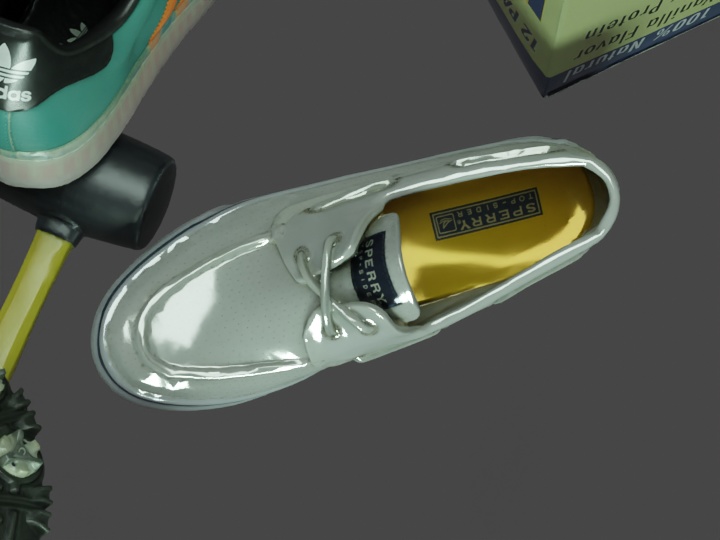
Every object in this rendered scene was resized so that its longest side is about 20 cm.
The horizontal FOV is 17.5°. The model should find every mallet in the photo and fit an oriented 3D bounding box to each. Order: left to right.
[{"bbox_3d":[-0.142,0.030,0.854,0.066,0.041,0.200,29,78,10],"label":"mallet"}]

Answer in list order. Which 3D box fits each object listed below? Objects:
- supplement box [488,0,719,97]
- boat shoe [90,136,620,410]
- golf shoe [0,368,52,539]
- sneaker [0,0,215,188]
[{"bbox_3d":[0.128,-0.193,0.837,0.200,0.200,0.134,-25,74,-8],"label":"supplement box"},{"bbox_3d":[0.000,0.000,0.836,0.200,0.070,0.071,-16,93,-8],"label":"boat shoe"},{"bbox_3d":[-0.171,0.050,0.815,0.077,0.088,0.200,-3,55,-40],"label":"golf shoe"},{"bbox_3d":[-0.088,-0.126,0.861,0.071,0.080,0.200,17,55,6],"label":"sneaker"}]
